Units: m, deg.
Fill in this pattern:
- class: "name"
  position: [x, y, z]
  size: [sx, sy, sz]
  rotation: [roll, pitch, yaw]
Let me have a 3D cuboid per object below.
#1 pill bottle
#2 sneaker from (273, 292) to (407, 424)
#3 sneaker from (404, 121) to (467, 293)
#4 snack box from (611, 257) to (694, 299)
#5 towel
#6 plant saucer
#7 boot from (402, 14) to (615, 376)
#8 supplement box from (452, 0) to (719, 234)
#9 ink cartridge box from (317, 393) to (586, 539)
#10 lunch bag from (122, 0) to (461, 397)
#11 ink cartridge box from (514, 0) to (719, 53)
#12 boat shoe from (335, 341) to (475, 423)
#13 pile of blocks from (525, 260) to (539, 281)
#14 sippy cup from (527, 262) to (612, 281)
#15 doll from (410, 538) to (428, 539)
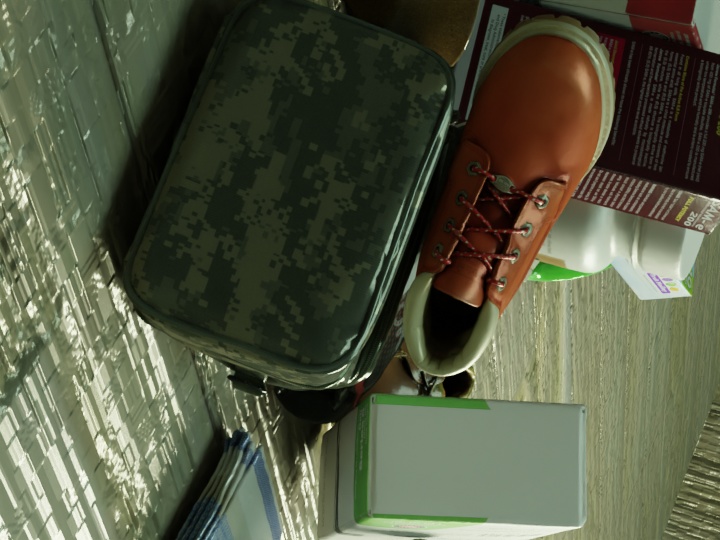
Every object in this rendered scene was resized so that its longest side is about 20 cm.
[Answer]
- class: "pill bottle"
  position: [0.147, -0.061, 1.328]
  size: [0.114, 0.200, 0.114]
  rotation: [16, 90, -72]
- class: "sneaker"
  position: [0.000, 0.000, 1.225]
  size: [0.098, 0.071, 0.201]
  rotation: [-12, 118, -69]
- class: "sneaker"
  position: [0.030, -0.022, 1.136]
  size: [0.085, 0.200, 0.073]
  rotation: [-11, 71, -61]
- class: "snack box"
  position: [0.220, -0.081, 1.491]
  size: [0.200, 0.053, 0.142]
  rotation: [44, 51, -52]
- class: "towel"
  position: [-0.105, 0.212, 1.166]
  size: [0.147, 0.024, 0.200]
  rotation: [81, 32, -56]
- class: "plant saucer"
  position: [0.015, -0.205, 1.016]
  size: [0.200, 0.035, 0.200]
  rotation: [172, -90, -73]
- class: "boot"
  position: [0.075, -0.034, 0.967]
  size: [0.107, 0.075, 0.200]
  rotation: [-62, 173, -53]
- class: "supplement box"
  position: [0.155, -0.106, 1.238]
  size: [0.061, 0.200, 0.109]
  rotation: [105, 0, -67]
- class: "ink cartridge box"
  position: [0.057, 0.141, 1.266]
  size: [0.200, 0.145, 0.084]
  rotation: [132, -40, -74]
- class: "lunch bag"
  position: [-0.033, -0.035, 1.015]
  size: [0.168, 0.139, 0.200]
  rotation: [101, 9, -80]
- class: "ink cartridge box"
  position: [0.153, -0.202, 1.305]
  size: [0.147, 0.200, 0.083]
  rotation: [38, 66, -71]
- class: "boat shoe"
  position: [0.034, 0.080, 1.392]
  size: [0.200, 0.068, 0.072]
  rotation: [-18, 123, -67]
- class: "pile of blocks"
  position: [0.133, -0.088, 1.435]
  size: [0.082, 0.062, 0.200]
  rotation: [-15, 107, -27]
- class: "sippy cup"
  position: [0.160, -0.079, 1.557]
  size: [0.178, 0.140, 0.130]
  rotation: [-94, 177, -62]
- class: "doll"
  position: [-0.022, 0.251, 1.238]
  size: [0.200, 0.048, 0.136]
  rotation: [-36, 155, -5]
